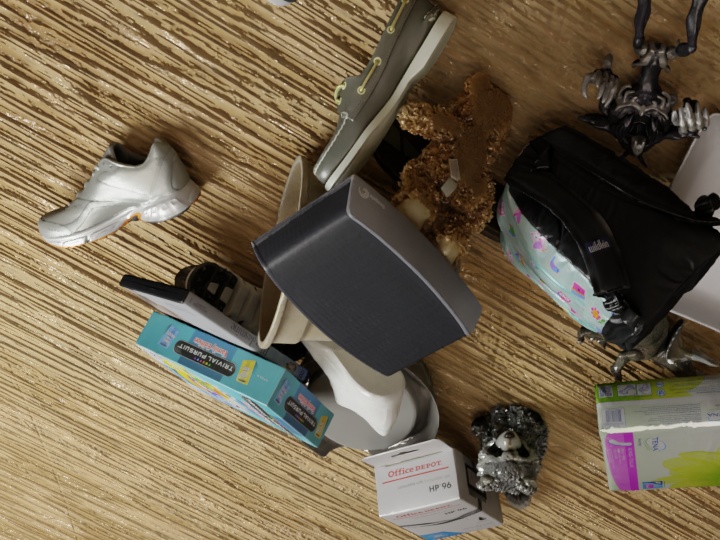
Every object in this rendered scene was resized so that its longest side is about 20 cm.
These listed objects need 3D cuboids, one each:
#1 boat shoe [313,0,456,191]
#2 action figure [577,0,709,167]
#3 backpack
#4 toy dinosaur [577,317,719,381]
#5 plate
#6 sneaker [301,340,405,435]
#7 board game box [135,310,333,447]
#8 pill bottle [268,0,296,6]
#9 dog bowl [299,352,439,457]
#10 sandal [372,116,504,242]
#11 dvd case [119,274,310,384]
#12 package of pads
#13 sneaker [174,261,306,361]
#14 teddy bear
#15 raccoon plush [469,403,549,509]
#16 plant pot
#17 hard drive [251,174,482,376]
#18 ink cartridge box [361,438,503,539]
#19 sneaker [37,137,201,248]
[{"bbox_3d":[0.012,-0.168,0.813,0.060,0.072,0.203,35,95,4],"label":"boat shoe"},{"bbox_3d":[0.261,-0.170,0.779,0.117,0.102,0.203,13,127,17],"label":"action figure"},{"bbox_3d":[0.218,-0.034,0.810,0.200,0.166,0.127,42,153,22],"label":"backpack"},{"bbox_3d":[0.299,0.060,0.948,0.102,0.078,0.199,-35,123,23],"label":"toy dinosaur"},{"bbox_3d":[0.386,-0.036,0.872,0.197,0.032,0.202,21,113,-7],"label":"plate"},{"bbox_3d":[-0.023,0.107,0.976,0.074,0.200,0.090,-19,135,-24],"label":"sneaker"},{"bbox_3d":[-0.146,0.129,1.004,0.198,0.047,0.151,19,161,29],"label":"board game box"},{"bbox_3d":[-0.009,-0.316,0.718,0.197,0.115,0.115,-20,120,23],"label":"pill bottle"},{"bbox_3d":[0.004,0.162,1.088,0.196,0.059,0.203,5,126,7],"label":"dog bowl"},{"bbox_3d":[0.084,-0.090,0.898,0.198,0.083,0.054,30,148,-19],"label":"sandal"},{"bbox_3d":[-0.164,0.067,0.972,0.141,0.018,0.200,10,157,47],"label":"dvd case"},{"bbox_3d":[0.361,0.196,1.003,0.152,0.069,0.201,-7,145,17],"label":"package of pads"},{"bbox_3d":[-0.144,0.046,1.032,0.199,0.067,0.090,36,165,-36],"label":"sneaker"},{"bbox_3d":[0.082,-0.093,0.820,0.143,0.203,0.066,22,160,-31],"label":"teddy bear"},{"bbox_3d":[0.201,0.267,1.077,0.095,0.135,0.202,-17,120,20],"label":"raccoon plush"},{"bbox_3d":[0.000,0.000,0.908,0.180,0.202,0.202,13,127,-12],"label":"plant pot"},{"bbox_3d":[0.009,0.016,0.774,0.134,0.043,0.200,-30,126,25],"label":"hard drive"},{"bbox_3d":[0.094,0.286,1.103,0.114,0.069,0.200,-20,146,21],"label":"ink cartridge box"},{"bbox_3d":[-0.281,-0.093,0.961,0.197,0.076,0.093,-16,114,12],"label":"sneaker"}]
